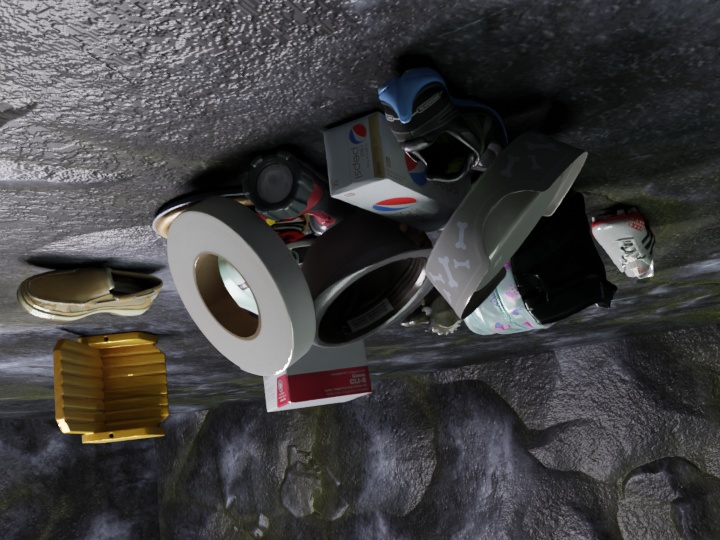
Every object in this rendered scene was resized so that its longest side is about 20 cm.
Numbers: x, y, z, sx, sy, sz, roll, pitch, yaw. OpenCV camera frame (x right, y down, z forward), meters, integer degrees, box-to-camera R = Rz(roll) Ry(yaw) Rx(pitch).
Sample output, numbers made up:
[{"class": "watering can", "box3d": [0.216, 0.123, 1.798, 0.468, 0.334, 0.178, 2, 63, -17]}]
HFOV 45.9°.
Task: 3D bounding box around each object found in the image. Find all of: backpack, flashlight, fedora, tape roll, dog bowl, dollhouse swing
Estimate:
[{"class": "backpack", "box3d": [0.204, 0.002, 1.015, 0.126, 0.168, 0.200, -23, -175, 43]}, {"class": "flashlight", "box3d": [-0.057, -0.070, 0.913, 0.067, 0.068, 0.200, 17, 175, 18]}, {"class": "fedora", "box3d": [0.000, 0.000, 0.941, 0.176, 0.091, 0.200, -14, 152, -31]}, {"class": "tape roll", "box3d": [-0.131, 0.020, 0.913, 0.037, 0.204, 0.202, -35, -174, -38]}, {"class": "dog bowl", "box3d": [0.138, -0.048, 0.831, 0.200, 0.059, 0.200, -48, 166, -17]}, {"class": "dollhouse swing", "box3d": [-0.465, 0.214, 1.604, 0.180, 0.201, 0.176, -5, 166, -8]}]

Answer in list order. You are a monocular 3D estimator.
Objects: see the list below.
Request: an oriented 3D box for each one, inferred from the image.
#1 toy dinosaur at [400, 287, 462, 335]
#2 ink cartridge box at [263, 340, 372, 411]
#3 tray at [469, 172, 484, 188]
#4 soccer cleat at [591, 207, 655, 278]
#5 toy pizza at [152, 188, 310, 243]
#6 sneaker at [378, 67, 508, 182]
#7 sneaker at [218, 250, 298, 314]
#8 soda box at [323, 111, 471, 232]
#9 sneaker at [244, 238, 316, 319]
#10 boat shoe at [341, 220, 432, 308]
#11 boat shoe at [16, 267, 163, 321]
[{"class": "toy dinosaur", "box3d": [0.114, 0.013, 1.064, 0.077, 0.200, 0.102, 44, 153, -19]}, {"class": "ink cartridge box", "box3d": [-0.083, 0.119, 1.403, 0.144, 0.201, 0.145, -5, 168, -21]}, {"class": "tray", "box3d": [0.157, -0.086, 0.996, 0.107, 0.022, 0.200, -18, 171, -19]}, {"class": "soccer cleat", "box3d": [0.390, -0.036, 1.240, 0.068, 0.086, 0.200, -14, 165, 29]}, {"class": "toy pizza", "box3d": [-0.146, -0.051, 1.014, 0.199, 0.032, 0.200, -7, 167, -2]}, {"class": "sneaker", "box3d": [0.076, -0.113, 0.751, 0.070, 0.083, 0.199, -15, 168, 27]}, {"class": "sneaker", "box3d": [-0.085, 0.022, 1.068, 0.199, 0.074, 0.118, 17, 155, -30]}, {"class": "soda box", "box3d": [0.045, -0.093, 0.855, 0.063, 0.069, 0.200, -14, 165, 30]}, {"class": "sneaker", "box3d": [-0.091, 0.023, 1.191, 0.199, 0.107, 0.075, -17, 164, 36]}, {"class": "boat shoe", "box3d": [0.014, 0.020, 1.065, 0.070, 0.200, 0.070, 45, 172, -27]}, {"class": "boat shoe", "box3d": [-0.363, 0.021, 1.161, 0.199, 0.072, 0.076, -3, 154, -49]}]
